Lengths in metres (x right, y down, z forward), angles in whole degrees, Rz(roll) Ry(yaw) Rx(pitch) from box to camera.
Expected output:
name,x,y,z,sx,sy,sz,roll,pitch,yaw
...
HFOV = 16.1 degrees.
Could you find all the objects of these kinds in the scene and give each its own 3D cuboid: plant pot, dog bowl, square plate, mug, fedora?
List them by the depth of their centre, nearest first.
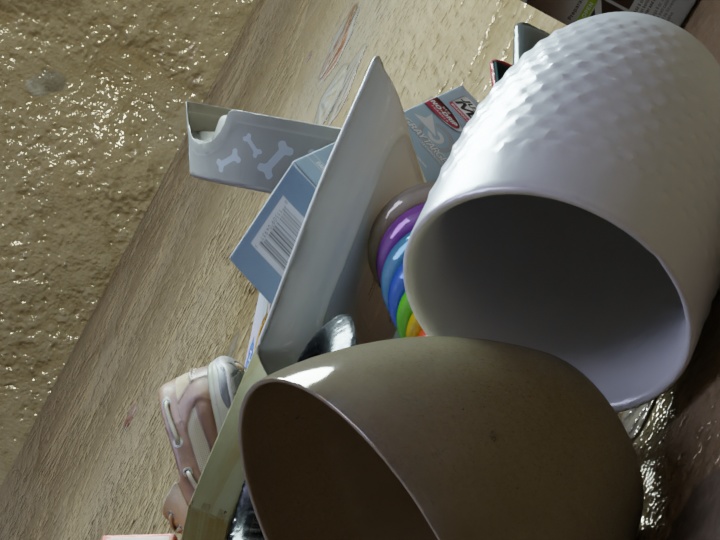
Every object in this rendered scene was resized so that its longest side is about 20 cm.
name,x,y,z,sx,sy,sz,roll,pitch,yaw
plant pot,0.053,0.109,1.191,0.134,0.201,0.200,-29,-3,-25
mug,0.118,-0.023,1.280,0.201,0.147,0.176,86,-158,-44
fedora,-0.006,0.120,1.364,0.201,0.091,0.201,-160,90,-81
square plate,0.000,0.000,1.557,0.198,0.028,0.201,67,-138,-64
dog bowl,-0.042,-0.086,1.964,0.200,0.199,0.059,-153,72,-78

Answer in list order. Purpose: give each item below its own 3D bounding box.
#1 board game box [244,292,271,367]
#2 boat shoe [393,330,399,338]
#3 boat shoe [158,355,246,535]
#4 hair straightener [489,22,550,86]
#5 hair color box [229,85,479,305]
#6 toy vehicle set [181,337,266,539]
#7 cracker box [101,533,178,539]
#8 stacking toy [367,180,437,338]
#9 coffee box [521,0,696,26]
name,x,y,z,sx,sy,sz,roll,pitch,yaw
board game box,-0.048,0.045,1.946,0.199,0.041,0.201,-157,79,-79
boat shoe,0.025,0.026,1.705,0.201,0.071,0.070,-50,18,50
boat shoe,-0.099,0.163,1.775,0.076,0.071,0.201,43,-144,-69
hair straightener,0.116,-0.110,1.677,0.077,0.041,0.200,-57,13,31
hair color box,0.011,-0.049,1.726,0.200,0.061,0.099,-28,-20,-49
toy vehicle set,-0.079,0.128,1.606,0.200,0.026,0.125,108,-176,-66
cracker box,-0.145,0.294,1.687,0.134,0.057,0.201,70,-158,-48
stacking toy,0.053,0.027,1.428,0.086,0.085,0.200,-59,17,21
coffee box,0.108,-0.217,1.548,0.080,0.199,0.114,-59,13,21
